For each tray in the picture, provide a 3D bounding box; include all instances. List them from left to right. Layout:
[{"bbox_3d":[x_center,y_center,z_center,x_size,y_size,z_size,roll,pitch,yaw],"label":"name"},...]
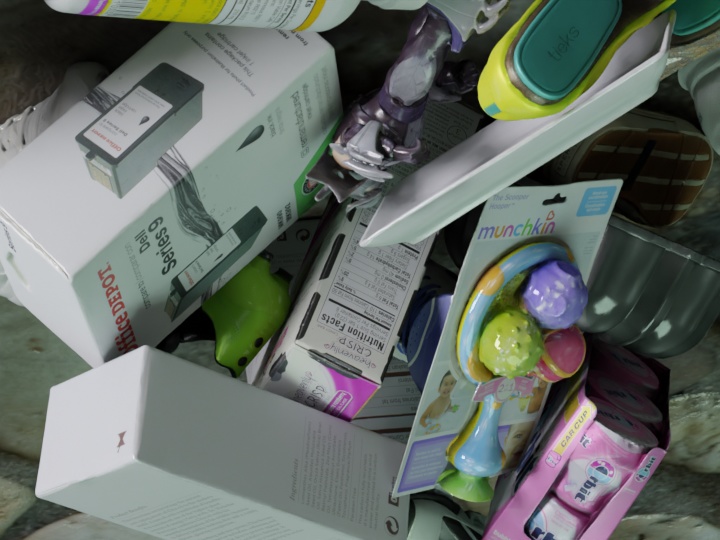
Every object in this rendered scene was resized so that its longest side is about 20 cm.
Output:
[{"bbox_3d":[0.092,-0.072,1.281,0.199,0.022,0.107,-32,-169,19],"label":"tray"}]

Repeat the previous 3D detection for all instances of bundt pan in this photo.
[{"bbox_3d":[0.138,-0.005,1.480,0.201,0.076,0.202,24,-175,-2],"label":"bundt pan"}]

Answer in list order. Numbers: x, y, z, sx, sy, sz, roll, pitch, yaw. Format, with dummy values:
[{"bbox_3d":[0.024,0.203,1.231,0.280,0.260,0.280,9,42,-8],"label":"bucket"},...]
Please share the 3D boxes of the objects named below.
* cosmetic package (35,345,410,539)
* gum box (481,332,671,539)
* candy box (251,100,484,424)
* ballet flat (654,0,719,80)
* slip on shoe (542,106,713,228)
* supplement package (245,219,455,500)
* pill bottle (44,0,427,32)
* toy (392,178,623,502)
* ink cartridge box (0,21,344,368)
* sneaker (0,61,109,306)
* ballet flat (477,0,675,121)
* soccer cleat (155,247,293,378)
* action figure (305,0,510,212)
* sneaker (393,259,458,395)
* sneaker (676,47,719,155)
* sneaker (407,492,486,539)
[{"bbox_3d":[-0.076,0.117,1.352,0.199,0.072,0.101,23,150,-35],"label":"cosmetic package"},{"bbox_3d":[0.140,0.118,1.486,0.066,0.200,0.114,33,105,0],"label":"gum box"},{"bbox_3d":[0.000,0.000,1.418,0.061,0.201,0.136,26,152,-6],"label":"candy box"},{"bbox_3d":[0.190,-0.151,1.365,0.067,0.069,0.200,3,160,-38],"label":"ballet flat"},{"bbox_3d":[0.164,-0.075,1.505,0.199,0.060,0.076,4,119,-57],"label":"slip on shoe"},{"bbox_3d":[-0.013,0.079,1.578,0.116,0.201,0.117,-4,153,-11],"label":"supplement package"},{"bbox_3d":[-0.061,-0.176,1.181,0.198,0.105,0.104,2,151,-23],"label":"pill bottle"},{"bbox_3d":[0.096,0.048,1.350,0.115,0.047,0.201,-7,125,-45],"label":"toy"},{"bbox_3d":[-0.106,-0.050,1.321,0.200,0.084,0.146,-43,158,-15],"label":"ink cartridge box"},{"bbox_3d":[-0.208,-0.054,1.396,0.099,0.075,0.200,21,134,-13],"label":"sneaker"},{"bbox_3d":[0.130,-0.149,1.264,0.200,0.067,0.067,-46,-177,-26],"label":"ballet flat"},{"bbox_3d":[-0.128,0.002,1.431,0.199,0.081,0.068,24,166,38],"label":"soccer cleat"},{"bbox_3d":[0.031,-0.107,1.292,0.069,0.130,0.201,25,127,-1],"label":"action figure"},{"bbox_3d":[0.049,0.043,1.463,0.115,0.081,0.199,27,-176,20],"label":"sneaker"},{"bbox_3d":[0.293,-0.126,1.415,0.199,0.088,0.074,-25,148,24],"label":"sneaker"},{"bbox_3d":[0.049,0.200,1.518,0.074,0.089,0.199,-31,148,34],"label":"sneaker"}]
